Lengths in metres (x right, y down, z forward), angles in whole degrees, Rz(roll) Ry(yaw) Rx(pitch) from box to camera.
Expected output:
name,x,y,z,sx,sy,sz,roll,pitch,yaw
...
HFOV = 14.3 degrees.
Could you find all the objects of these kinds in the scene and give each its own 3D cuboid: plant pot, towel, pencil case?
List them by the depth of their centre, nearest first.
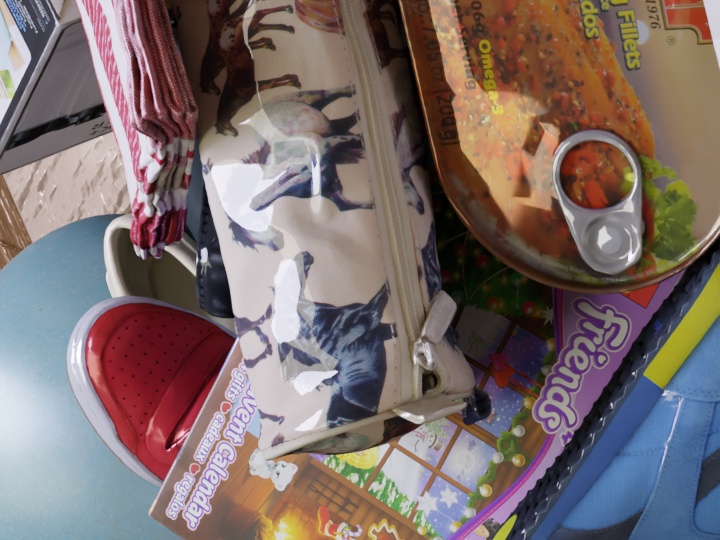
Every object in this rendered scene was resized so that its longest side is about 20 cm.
name,x,y,z,sx,sy,sz,roll,pitch,yaw
pencil case,-0.011,-0.038,0.984,0.089,0.078,0.201,-13,87,43
towel,-0.091,-0.093,1.049,0.200,0.023,0.145,110,145,-75
plant pot,-0.085,0.086,1.362,0.134,0.200,0.201,18,127,40

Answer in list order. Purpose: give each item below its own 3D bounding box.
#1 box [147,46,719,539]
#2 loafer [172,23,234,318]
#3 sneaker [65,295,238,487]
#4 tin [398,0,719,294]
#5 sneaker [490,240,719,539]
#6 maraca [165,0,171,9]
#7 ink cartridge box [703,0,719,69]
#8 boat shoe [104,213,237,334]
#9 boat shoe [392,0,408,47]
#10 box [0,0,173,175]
name,x,y,z,sx,sy,sz,roll,pitch,yaw
box,0.025,0.038,1.038,0.137,0.039,0.200,31,104,18
loafer,-0.065,-0.046,1.231,0.201,0.070,0.068,-92,5,-55
sneaker,-0.020,0.080,1.117,0.200,0.071,0.112,41,165,-20
tin,0.071,-0.093,0.949,0.112,0.042,0.201,-6,104,27
sneaker,0.094,0.088,0.968,0.078,0.200,0.066,35,-167,-4
maraca,-0.049,-0.158,1.105,0.107,0.137,0.200,30,-175,-5
ink cartridge box,0.180,0.003,0.859,0.161,0.050,0.201,6,111,65
boat shoe,-0.047,0.059,1.248,0.200,0.071,0.063,59,-166,14
boat shoe,0.018,-0.091,1.104,0.200,0.070,0.071,121,137,-64
box,-0.123,-0.119,1.343,0.060,0.116,0.200,63,155,9
